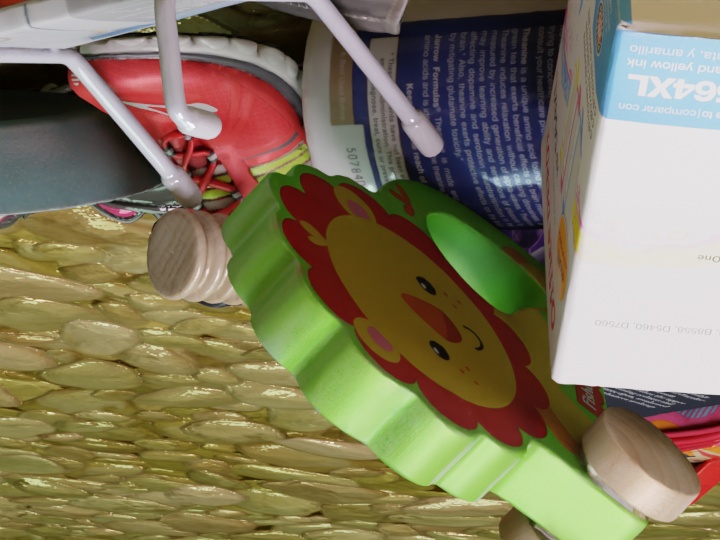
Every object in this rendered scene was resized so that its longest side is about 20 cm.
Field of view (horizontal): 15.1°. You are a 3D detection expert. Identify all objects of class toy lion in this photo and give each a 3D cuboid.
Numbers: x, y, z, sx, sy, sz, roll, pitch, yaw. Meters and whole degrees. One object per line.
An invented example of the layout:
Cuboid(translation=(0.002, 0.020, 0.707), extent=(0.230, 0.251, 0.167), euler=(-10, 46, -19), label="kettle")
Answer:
Cuboid(translation=(0.031, 0.024, 1.016), extent=(0.192, 0.200, 0.069), euler=(37, 111, -16), label="toy lion")

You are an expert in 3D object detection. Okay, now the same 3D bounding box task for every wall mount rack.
Cuboid(translation=(-0.068, -0.067, 1.004), extent=(0.200, 0.075, 0.174), euler=(-10, 177, 31), label="wall mount rack")

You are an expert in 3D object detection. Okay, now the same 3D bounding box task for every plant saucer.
Cuboid(translation=(-0.184, -0.053, 1.164), extent=(0.200, 0.036, 0.200), euler=(-1, -169, 0), label="plant saucer")

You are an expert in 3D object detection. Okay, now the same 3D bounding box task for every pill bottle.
Cuboid(translation=(0.086, -0.073, 1.117), extent=(0.200, 0.111, 0.111), euler=(-2, 163, 22), label="pill bottle")

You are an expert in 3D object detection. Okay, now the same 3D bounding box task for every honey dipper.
Cuboid(translation=(0.000, 0.000, 1.147), extent=(0.200, 0.038, 0.038), euler=(5, 167, -41), label="honey dipper")

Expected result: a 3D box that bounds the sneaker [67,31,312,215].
Cuboid(translation=(-0.052, -0.043, 1.142), extent=(0.077, 0.085, 0.200), euler=(0, 162, 35), label="sneaker")

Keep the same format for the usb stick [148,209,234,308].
Cuboid(translation=(-0.030, -0.008, 1.276), extent=(0.055, 0.033, 0.200), euler=(39, -161, 22), label="usb stick")

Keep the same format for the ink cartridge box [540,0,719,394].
Cuboid(translation=(0.134, -0.049, 0.958), extent=(0.125, 0.129, 0.200), euler=(5, 137, -2), label="ink cartridge box")

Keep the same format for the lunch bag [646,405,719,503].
Cuboid(translation=(0.142, 0.038, 1.375), extent=(0.200, 0.176, 0.082), euler=(-10, 160, 39), label="lunch bag")

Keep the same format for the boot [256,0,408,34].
Cuboid(translation=(-0.079, -0.127, 1.038), extent=(0.200, 0.073, 0.182), euler=(6, 166, -10), label="boot")

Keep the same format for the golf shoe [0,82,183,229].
Cuboid(translation=(-0.160, -0.063, 1.302), extent=(0.200, 0.077, 0.088), euler=(-4, 157, -5), label="golf shoe")

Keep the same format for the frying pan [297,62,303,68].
Cuboid(translation=(-0.035, -0.046, 1.301), extent=(0.115, 0.031, 0.190), euler=(-13, 156, -21), label="frying pan")

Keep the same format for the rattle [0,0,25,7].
Cuboid(translation=(-0.223, -0.136, 1.128), extent=(0.200, 0.143, 0.130), euler=(-20, -175, -20), label="rattle")

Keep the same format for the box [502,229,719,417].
Cuboid(translation=(0.114, -0.013, 1.259), extent=(0.104, 0.148, 0.200), euler=(17, 158, -38), label="box")
